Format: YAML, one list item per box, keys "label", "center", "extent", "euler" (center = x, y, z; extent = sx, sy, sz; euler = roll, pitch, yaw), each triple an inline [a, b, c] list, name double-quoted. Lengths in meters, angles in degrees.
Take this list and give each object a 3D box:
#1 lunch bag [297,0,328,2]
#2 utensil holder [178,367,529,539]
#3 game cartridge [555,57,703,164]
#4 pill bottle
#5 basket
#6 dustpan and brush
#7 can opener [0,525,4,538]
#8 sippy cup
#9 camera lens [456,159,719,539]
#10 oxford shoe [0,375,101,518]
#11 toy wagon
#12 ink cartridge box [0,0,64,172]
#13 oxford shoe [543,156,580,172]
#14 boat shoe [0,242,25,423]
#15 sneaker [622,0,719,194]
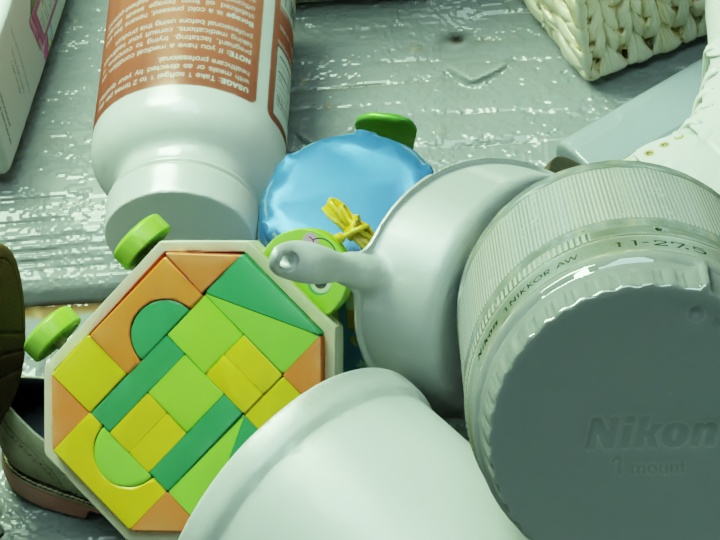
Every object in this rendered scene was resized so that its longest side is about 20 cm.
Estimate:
- label: "lunch bag"
  center: [-0.045, -0.258, 1.683]
  extent: [0.164, 0.200, 0.118]
  euler: [-4, 51, 4]
- label: "utensil holder"
  center: [0.032, 0.172, 1.359]
  extent: [0.170, 0.170, 0.200]
  euler: [-38, 58, -21]
- label: "game cartridge"
  center: [0.220, -0.038, 1.583]
  extent: [0.133, 0.042, 0.200]
  euler: [-33, 55, -12]
- label: "pill bottle"
  center: [-0.097, -0.096, 1.619]
  extent: [0.112, 0.112, 0.200]
  euler: [-2, 52, 6]
- label: "basket"
  center: [0.139, -0.230, 1.679]
  extent: [0.123, 0.136, 0.200]
  euler: [-26, 53, -10]
- label: "dustpan and brush"
  center: [0.023, 0.004, 1.413]
  extent: [0.057, 0.200, 0.140]
  euler: [18, 96, 27]
- label: "can opener"
  center: [-0.268, 0.181, 1.436]
  extent: [0.200, 0.053, 0.067]
  euler: [-25, 82, 1]
- label: "sippy cup"
  center: [0.000, 0.000, 1.520]
  extent: [0.139, 0.130, 0.178]
  euler: [-25, 54, -11]
- label: "camera lens"
  center: [0.127, 0.045, 1.328]
  extent: [0.159, 0.160, 0.200]
  euler: [-7, 17, 2]
- label: "oxford shoe"
  center: [-0.104, 0.102, 1.490]
  extent: [0.199, 0.074, 0.071]
  euler: [8, 54, 14]
- label: "toy wagon"
  center: [-0.071, 0.043, 1.436]
  extent: [0.155, 0.040, 0.200]
  euler: [45, 99, 6]
- label: "ink cartridge box"
  center: [-0.262, -0.165, 1.703]
  extent: [0.144, 0.085, 0.200]
  euler: [4, 52, 11]
- label: "oxford shoe"
  center: [0.108, 0.025, 1.526]
  extent: [0.071, 0.071, 0.200]
  euler: [26, 45, -29]
- label: "boat shoe"
  center: [-0.226, 0.077, 1.469]
  extent: [0.063, 0.073, 0.201]
  euler: [19, 101, 28]
- label: "sneaker"
  center: [0.192, -0.083, 1.553]
  extent: [0.115, 0.074, 0.200]
  euler: [-10, 53, -4]
